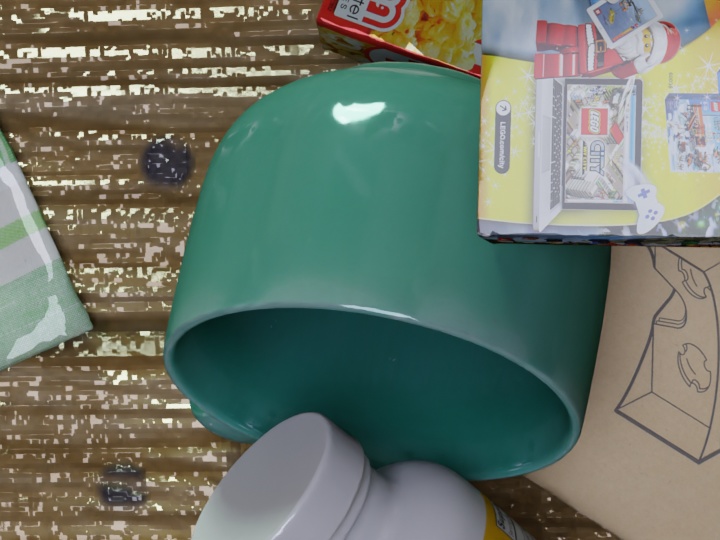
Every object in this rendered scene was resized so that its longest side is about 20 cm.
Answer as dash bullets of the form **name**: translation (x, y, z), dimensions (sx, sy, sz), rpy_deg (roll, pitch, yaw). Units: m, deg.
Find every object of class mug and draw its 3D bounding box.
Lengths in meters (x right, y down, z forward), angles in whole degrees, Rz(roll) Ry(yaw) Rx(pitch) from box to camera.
- **mug**: translation (0.000, -0.005, 1.076), dimensions (0.185, 0.152, 0.115), rpy_deg (0, 63, 27)

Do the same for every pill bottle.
- **pill bottle**: translation (0.033, 0.140, 1.083), dimensions (0.200, 0.104, 0.104), rpy_deg (41, 101, -21)

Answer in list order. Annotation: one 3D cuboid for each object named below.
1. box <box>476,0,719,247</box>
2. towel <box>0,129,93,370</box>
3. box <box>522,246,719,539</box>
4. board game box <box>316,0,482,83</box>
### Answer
- **box**: translation (0.110, -0.108, 0.971), dimensions (0.136, 0.038, 0.200), rpy_deg (1, 87, 10)
- **towel**: translation (-0.216, -0.037, 1.175), dimensions (0.152, 0.023, 0.200), rpy_deg (-24, 91, 9)
- **box**: translation (0.145, 0.015, 1.127), dimensions (0.163, 0.021, 0.200), rpy_deg (32, 100, 5)
- **board game box**: translation (0.103, -0.122, 1.089), dimensions (0.200, 0.046, 0.152), rpy_deg (19, 82, 6)
